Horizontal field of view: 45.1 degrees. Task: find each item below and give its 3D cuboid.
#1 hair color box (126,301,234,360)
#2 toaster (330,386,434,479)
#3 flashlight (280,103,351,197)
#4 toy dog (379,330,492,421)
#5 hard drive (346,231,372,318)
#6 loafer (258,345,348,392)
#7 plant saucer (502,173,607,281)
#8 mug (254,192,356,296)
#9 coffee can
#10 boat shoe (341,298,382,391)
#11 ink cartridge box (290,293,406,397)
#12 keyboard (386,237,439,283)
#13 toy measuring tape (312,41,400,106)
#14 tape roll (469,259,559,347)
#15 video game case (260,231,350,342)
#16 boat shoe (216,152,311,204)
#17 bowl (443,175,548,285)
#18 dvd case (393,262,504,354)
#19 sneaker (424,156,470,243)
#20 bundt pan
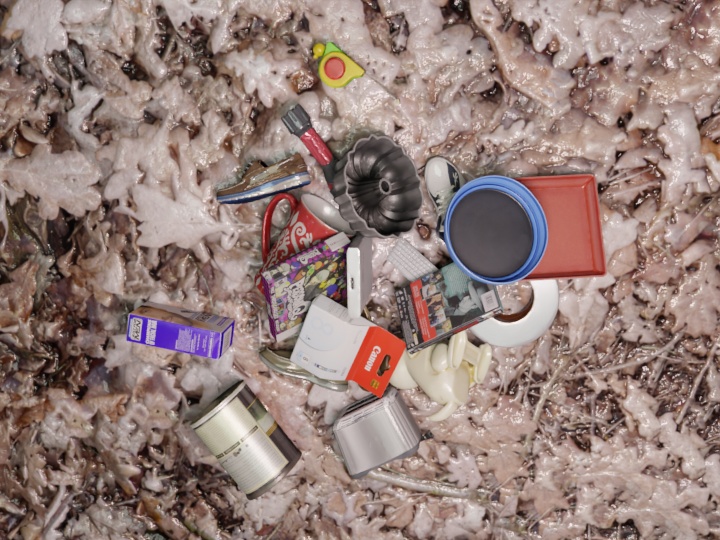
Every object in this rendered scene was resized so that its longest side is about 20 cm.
[{"bbox_3d":[-0.371,0.123,1.798,0.197,0.109,0.066,10,103,5],"label":"hair color box"},{"bbox_3d":[0.037,0.328,1.785,0.198,0.114,0.130,-27,95,16],"label":"toaster"},{"bbox_3d":[-0.079,-0.232,1.703,0.067,0.068,0.201,-27,104,46],"label":"flashlight"},{"bbox_3d":[0.137,0.195,1.725,0.198,0.139,0.197,5,80,44],"label":"toy dog"},{"bbox_3d":[0.000,0.000,1.674,0.026,0.200,0.134,1,104,7],"label":"hard drive"},{"bbox_3d":[-0.113,0.190,1.805,0.197,0.075,0.071,18,92,-1],"label":"loafer"},{"bbox_3d":[0.358,-0.078,1.654,0.197,0.037,0.203,-3,79,-3],"label":"plant saucer"},{"bbox_3d":[-0.124,-0.045,1.741,0.132,0.178,0.201,19,114,-40],"label":"mug"},{"bbox_3d":[-0.238,0.352,1.809,0.146,0.146,0.201,-37,95,13],"label":"coffee can"},{"bbox_3d":[0.004,0.145,1.775,0.073,0.066,0.203,-6,105,17],"label":"boat shoe"},{"bbox_3d":[-0.027,0.159,1.696,0.198,0.047,0.161,30,127,8],"label":"ink cartridge box"},{"bbox_3d":[0.135,0.017,1.719,0.200,0.011,0.057,43,103,23],"label":"keyboard"},{"bbox_3d":[-0.017,-0.363,1.671,0.199,0.074,0.074,39,104,-1],"label":"toy measuring tape"},{"bbox_3d":[0.291,0.046,1.717,0.197,0.066,0.203,2,103,8],"label":"tape roll"},{"bbox_3d":[-0.100,0.034,1.676,0.180,0.201,0.036,-27,57,-20],"label":"video game case"},{"bbox_3d":[-0.198,-0.184,1.738,0.197,0.072,0.073,-14,88,7],"label":"boat shoe"},{"bbox_3d":[0.246,-0.073,1.597,0.197,0.039,0.204,2,80,-11],"label":"bowl"},{"bbox_3d":[0.164,0.059,1.651,0.198,0.147,0.022,-28,139,18],"label":"dvd case"},{"bbox_3d":[0.175,-0.118,1.665,0.078,0.130,0.202,-14,100,9],"label":"sneaker"},{"bbox_3d":[0.026,-0.152,1.662,0.075,0.201,0.204,-16,102,50],"label":"bundt pan"}]
